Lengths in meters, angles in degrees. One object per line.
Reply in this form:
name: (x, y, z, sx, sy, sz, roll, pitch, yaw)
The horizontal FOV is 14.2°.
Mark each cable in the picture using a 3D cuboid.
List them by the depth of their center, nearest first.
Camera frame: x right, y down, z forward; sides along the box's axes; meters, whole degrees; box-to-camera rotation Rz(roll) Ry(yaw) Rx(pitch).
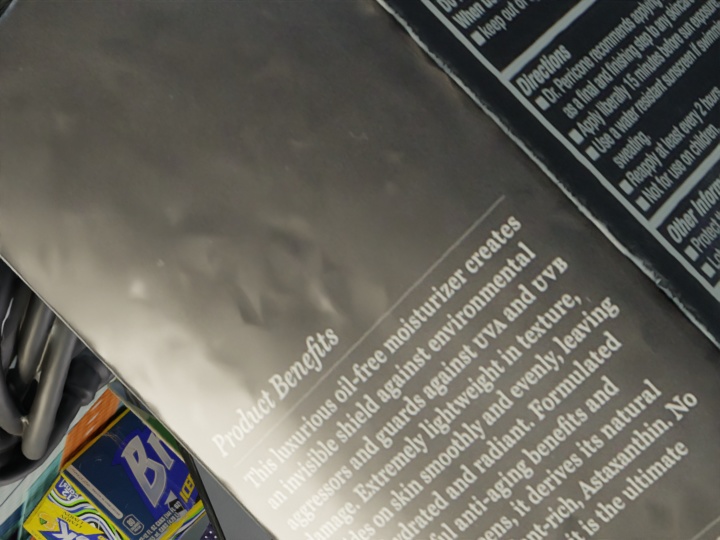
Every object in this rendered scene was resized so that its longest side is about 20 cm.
cable: (-0.061, -0.016, 0.875, 0.200, 0.051, 0.163, -48, -178, -7)

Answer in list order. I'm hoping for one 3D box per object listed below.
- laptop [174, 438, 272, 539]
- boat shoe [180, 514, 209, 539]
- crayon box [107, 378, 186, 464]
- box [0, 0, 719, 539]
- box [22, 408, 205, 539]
laptop: (0.000, 0.000, 1.271, 0.115, 0.201, 0.187, -4, -154, 38)
boat shoe: (-0.101, 0.101, 1.689, 0.066, 0.070, 0.200, -11, -147, 33)
crayon box: (-0.038, 0.064, 1.430, 0.052, 0.126, 0.200, -47, 177, 16)
box: (0.045, -0.027, 0.630, 0.123, 0.198, 0.200, -45, 178, 37)
box: (-0.094, 0.094, 1.591, 0.200, 0.070, 0.064, -43, 174, -43)
